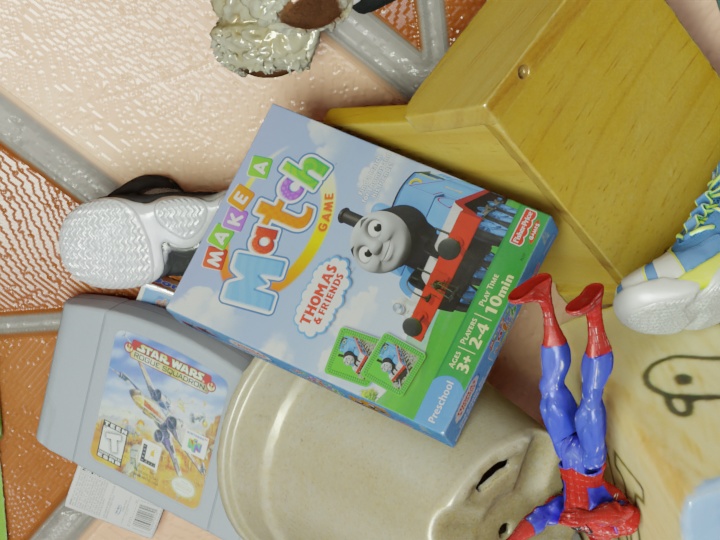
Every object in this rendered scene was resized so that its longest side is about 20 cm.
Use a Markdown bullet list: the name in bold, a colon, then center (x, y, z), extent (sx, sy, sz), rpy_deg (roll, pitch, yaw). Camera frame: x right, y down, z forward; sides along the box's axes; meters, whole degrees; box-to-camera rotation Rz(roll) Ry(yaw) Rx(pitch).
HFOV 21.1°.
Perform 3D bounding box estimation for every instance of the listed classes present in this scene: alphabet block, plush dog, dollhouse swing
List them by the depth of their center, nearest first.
- **plush dog**: center (-0.090, -0.221, 1.207), extent (0.171, 0.200, 0.161), rpy_deg (13, 81, -10)
- **alphabet block**: center (0.253, 0.134, 1.249), extent (0.195, 0.200, 0.197), rpy_deg (-17, 124, -13)
- **dollhouse swing**: center (0.107, -0.095, 1.267), extent (0.182, 0.176, 0.200), rpy_deg (-53, 126, -11)

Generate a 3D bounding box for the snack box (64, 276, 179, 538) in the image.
- **snack box**: center (-0.154, 0.101, 1.415), extent (0.072, 0.024, 0.200), rpy_deg (22, 114, -1)

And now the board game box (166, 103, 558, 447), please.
- **board game box**: center (0.000, 0.000, 1.200), extent (0.200, 0.037, 0.151), rpy_deg (23, 79, 21)

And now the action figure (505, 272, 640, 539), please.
- **action figure**: center (0.114, 0.113, 1.144), extent (0.065, 0.099, 0.200), rpy_deg (12, 127, 42)

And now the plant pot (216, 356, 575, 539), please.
- **plant pot**: center (0.040, 0.136, 1.260), extent (0.200, 0.183, 0.201), rpy_deg (-18, 119, -35)

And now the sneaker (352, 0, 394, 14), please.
- **sneaker**: center (0.092, -0.193, 1.234), extent (0.200, 0.073, 0.112), rpy_deg (-31, 106, 16)

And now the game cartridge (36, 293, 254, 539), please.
- **game cartridge**: center (-0.134, 0.099, 1.358), extent (0.200, 0.042, 0.133), rpy_deg (24, 117, 21)

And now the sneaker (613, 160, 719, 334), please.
- **sneaker**: center (0.232, -0.029, 1.226), extent (0.200, 0.105, 0.076), rpy_deg (-14, 158, -25)

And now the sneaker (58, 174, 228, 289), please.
- **sneaker**: center (-0.102, -0.028, 1.310), extent (0.200, 0.114, 0.076), rpy_deg (2, 103, -7)

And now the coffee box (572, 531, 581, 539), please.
- **coffee box**: center (0.068, 0.236, 1.369), extent (0.200, 0.080, 0.115), rpy_deg (-2, 122, 41)

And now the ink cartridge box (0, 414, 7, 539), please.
- **ink cartridge box**: center (-0.343, 0.138, 1.423), extent (0.148, 0.076, 0.200), rpy_deg (1, 112, 6)

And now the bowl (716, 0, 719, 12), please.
- **bowl**: center (0.322, -0.183, 1.199), extent (0.200, 0.105, 0.201), rpy_deg (2, 115, 5)
